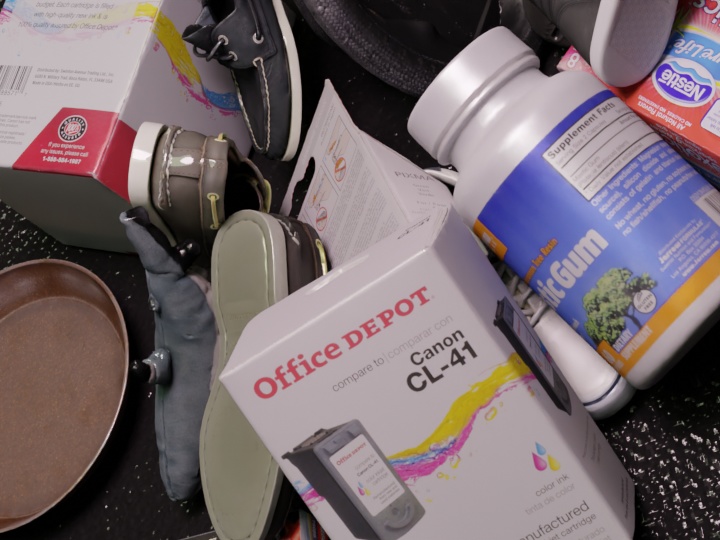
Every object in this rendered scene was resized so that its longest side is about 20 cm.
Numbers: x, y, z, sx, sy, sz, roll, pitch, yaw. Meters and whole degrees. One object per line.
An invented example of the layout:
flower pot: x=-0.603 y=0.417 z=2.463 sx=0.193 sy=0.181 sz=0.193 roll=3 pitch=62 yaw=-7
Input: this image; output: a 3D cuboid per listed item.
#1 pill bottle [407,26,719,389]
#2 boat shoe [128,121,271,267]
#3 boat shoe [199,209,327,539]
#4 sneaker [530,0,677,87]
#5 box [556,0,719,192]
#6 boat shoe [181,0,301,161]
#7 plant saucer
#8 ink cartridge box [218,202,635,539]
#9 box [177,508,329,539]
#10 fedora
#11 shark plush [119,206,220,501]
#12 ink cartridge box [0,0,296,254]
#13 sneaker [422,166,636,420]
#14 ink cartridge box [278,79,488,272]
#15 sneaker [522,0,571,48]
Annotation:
pill bottle: x=0.123 y=-0.039 z=1.063 sx=0.200 sy=0.112 sz=0.112 roll=44 pitch=94 yaw=11
boat shoe: x=-0.091 y=-0.042 z=1.204 sx=0.060 sy=0.202 sz=0.072 roll=6 pitch=79 yaw=12
boat shoe: x=-0.052 y=0.067 z=1.144 sx=0.072 sy=0.060 sz=0.202 roll=0 pitch=86 yaw=41
sneaker: x=0.142 y=-0.212 z=1.047 sx=0.099 sy=0.070 sz=0.201 roll=42 pitch=126 yaw=42
box: x=0.224 y=-0.096 z=1.083 sx=0.200 sy=0.095 sz=0.100 roll=35 pitch=88 yaw=39
boat shoe: x=-0.085 y=-0.166 z=1.226 sx=0.074 sy=0.066 sz=0.200 roll=18 pitch=117 yaw=64
plant saucer: x=-0.234 y=0.090 z=1.320 sx=0.200 sy=0.034 sz=0.201 roll=-15 pitch=60 yaw=27
ink cartridge box: x=0.039 y=0.090 z=1.045 sx=0.147 sy=0.200 sz=0.086 roll=-32 pitch=12 yaw=17
box: x=-0.109 y=0.236 z=1.165 sx=0.199 sy=0.040 sz=0.138 roll=-17 pitch=60 yaw=25
fedora: x=0.025 y=-0.187 z=1.220 sx=0.091 sy=0.200 sz=0.201 roll=-18 pitch=54 yaw=57
shark plush: x=-0.106 y=0.051 z=1.173 sx=0.091 sy=0.201 sz=0.083 roll=30 pitch=53 yaw=28
ink cartridge box: x=-0.161 y=-0.129 z=1.311 sx=0.145 sy=0.145 sz=0.201 roll=8 pitch=71 yaw=34
sneaker: x=0.086 y=0.013 z=1.132 sx=0.073 sy=0.071 sz=0.200 roll=-47 pitch=51 yaw=4
ink cartridge box: x=0.000 y=0.000 z=1.174 sx=0.200 sy=0.050 sz=0.161 roll=-115 pitch=40 yaw=-53
sneaker: x=0.166 y=-0.240 z=1.181 sx=0.075 sy=0.201 sz=0.115 roll=24 pitch=35 yaw=4
